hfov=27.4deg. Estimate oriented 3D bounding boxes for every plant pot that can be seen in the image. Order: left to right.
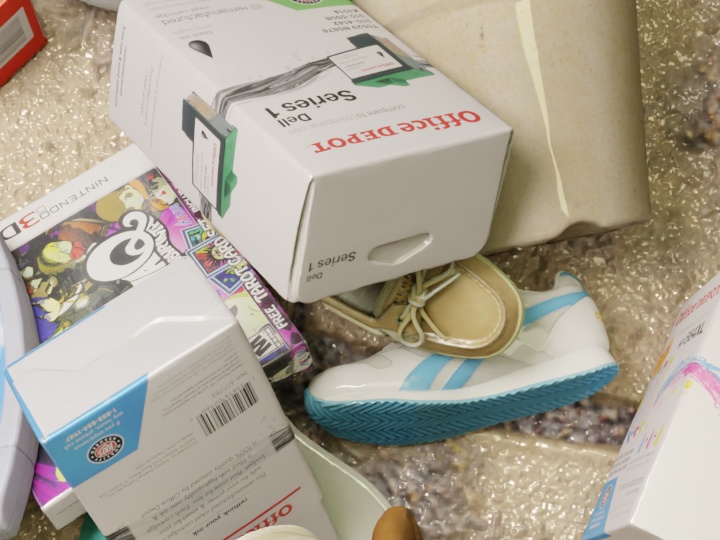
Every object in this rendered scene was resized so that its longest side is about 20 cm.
[{"bbox_3d":[0.099,-0.106,0.929,0.199,0.200,0.185,-11,88,-7],"label":"plant pot"}]

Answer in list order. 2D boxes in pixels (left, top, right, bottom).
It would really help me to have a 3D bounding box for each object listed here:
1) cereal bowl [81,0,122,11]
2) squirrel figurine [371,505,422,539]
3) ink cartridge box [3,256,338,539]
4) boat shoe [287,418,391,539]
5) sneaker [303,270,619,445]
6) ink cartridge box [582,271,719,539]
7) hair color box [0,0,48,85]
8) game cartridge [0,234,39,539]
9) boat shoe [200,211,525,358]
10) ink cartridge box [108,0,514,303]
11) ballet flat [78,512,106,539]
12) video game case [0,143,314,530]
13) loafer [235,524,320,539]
[{"bbox_3d":[-0.146,-0.260,0.991,0.199,0.083,0.201,1,77,-4],"label":"cereal bowl"},{"bbox_3d":[-0.027,0.257,0.782,0.186,0.200,0.142,-30,103,17],"label":"squirrel figurine"},{"bbox_3d":[-0.097,0.104,0.813,0.116,0.201,0.068,-32,44,-11],"label":"ink cartridge box"},{"bbox_3d":[-0.039,0.148,0.913,0.200,0.062,0.073,45,60,6],"label":"boat shoe"},{"bbox_3d":[0.058,0.056,0.939,0.199,0.077,0.081,-11,66,-11],"label":"sneaker"},{"bbox_3d":[0.241,0.097,0.908,0.125,0.129,0.201,25,75,2],"label":"ink cartridge box"},{"bbox_3d":[-0.299,-0.214,0.959,0.200,0.102,0.061,42,78,6],"label":"hair color box"},{"bbox_3d":[-0.253,0.068,0.860,0.133,0.041,0.201,-11,58,0],"label":"game cartridge"},{"bbox_3d":[0.000,-0.003,0.874,0.200,0.063,0.073,29,104,8],"label":"boat shoe"},{"bbox_3d":[-0.031,-0.083,0.843,0.146,0.085,0.200,-17,44,-35],"label":"ink cartridge box"},{"bbox_3d":[-0.144,0.203,0.886,0.067,0.068,0.201,29,60,-27],"label":"ballet flat"},{"bbox_3d":[-0.155,0.030,0.907,0.181,0.036,0.200,-32,59,-11],"label":"video game case"},{"bbox_3d":[-0.090,0.190,0.777,0.200,0.068,0.076,-41,120,20],"label":"loafer"}]
